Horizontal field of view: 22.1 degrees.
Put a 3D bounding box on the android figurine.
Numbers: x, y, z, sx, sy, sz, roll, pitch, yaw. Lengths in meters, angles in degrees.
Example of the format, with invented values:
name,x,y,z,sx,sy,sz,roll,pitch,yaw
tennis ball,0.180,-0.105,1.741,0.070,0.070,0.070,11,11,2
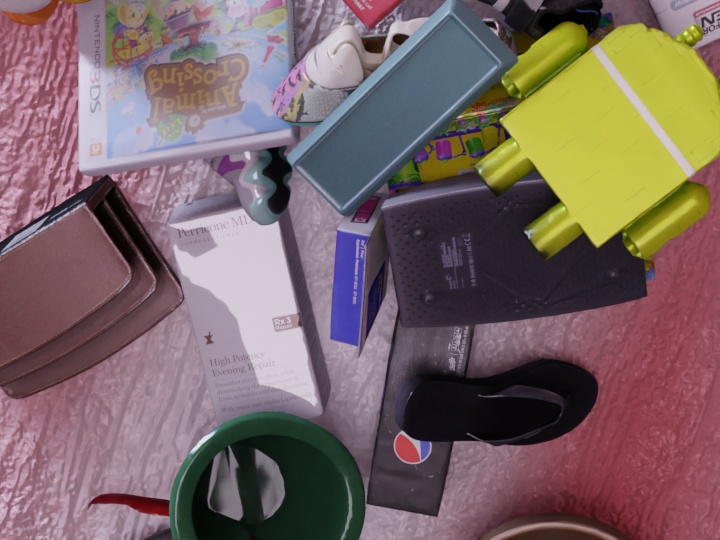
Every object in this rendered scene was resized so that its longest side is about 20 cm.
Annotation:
name,x,y,z,sx,sy,sz,roll,pitch,yaw
android figurine,0.189,-0.103,1.381,0.200,0.041,0.182,-39,89,3

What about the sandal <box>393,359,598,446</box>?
name,x,y,z,sx,sy,sz,roll,pitch,yaw
sandal,0.124,0.123,1.599,0.200,0.043,0.076,-5,111,-28

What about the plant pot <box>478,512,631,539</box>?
name,x,y,z,sx,sy,sz,roll,pitch,yaw
plant pot,0.175,0.301,1.660,0.200,0.093,0.201,1,106,4

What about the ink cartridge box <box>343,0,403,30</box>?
name,x,y,z,sx,sy,sz,roll,pitch,yaw
ink cartridge box,0.040,-0.318,1.478,0.200,0.145,0.145,-40,96,15

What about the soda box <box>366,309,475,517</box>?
name,x,y,z,sx,sy,sz,roll,pitch,yaw
soda box,0.054,0.112,1.635,0.071,0.063,0.201,11,105,3

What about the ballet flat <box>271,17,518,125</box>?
name,x,y,z,sx,sy,sz,roll,pitch,yaw
ballet flat,0.022,-0.165,1.431,0.199,0.069,0.071,-9,147,8

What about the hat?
name,x,y,z,sx,sy,sz,roll,pitch,yaw
hat,-0.113,0.191,1.660,0.200,0.176,0.166,22,90,-18

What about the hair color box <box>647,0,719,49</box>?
name,x,y,z,sx,sy,sz,roll,pitch,yaw
hair color box,0.261,-0.287,1.511,0.099,0.061,0.200,-24,101,11

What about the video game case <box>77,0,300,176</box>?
name,x,y,z,sx,sy,sz,roll,pitch,yaw
video game case,-0.146,-0.180,1.532,0.200,0.022,0.183,-7,77,21

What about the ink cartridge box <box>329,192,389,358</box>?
name,x,y,z,sx,sy,sz,roll,pitch,yaw
ink cartridge box,0.000,0.000,1.539,0.037,0.200,0.095,5,104,4

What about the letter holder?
name,x,y,z,sx,sy,sz,roll,pitch,yaw
letter holder,-0.273,0.035,1.627,0.200,0.101,0.142,-30,102,12

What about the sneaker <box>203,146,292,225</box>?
name,x,y,z,sx,sy,sz,roll,pitch,yaw
sneaker,-0.143,-0.115,1.573,0.140,0.078,0.200,-21,72,19

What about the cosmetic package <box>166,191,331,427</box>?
name,x,y,z,sx,sy,sz,roll,pitch,yaw
cosmetic package,-0.097,0.034,1.624,0.101,0.074,0.200,-12,105,8

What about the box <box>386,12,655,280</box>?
name,x,y,z,sx,sy,sz,roll,pitch,yaw
box,0.127,-0.084,1.515,0.199,0.122,0.193,-9,125,7

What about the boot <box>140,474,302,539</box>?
name,x,y,z,sx,sy,sz,roll,pitch,yaw
boot,-0.108,0.292,1.695,0.200,0.073,0.182,-33,86,6

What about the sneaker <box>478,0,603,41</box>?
name,x,y,z,sx,sy,sz,roll,pitch,yaw
sneaker,0.151,-0.231,1.461,0.112,0.200,0.073,41,125,6

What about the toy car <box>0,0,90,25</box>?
name,x,y,z,sx,sy,sz,roll,pitch,yaw
toy car,-0.297,-0.295,1.515,0.150,0.175,0.200,-23,103,36

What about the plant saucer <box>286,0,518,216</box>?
name,x,y,z,sx,sy,sz,roll,pitch,yaw
plant saucer,0.027,-0.120,1.406,0.070,0.019,0.200,45,121,-6

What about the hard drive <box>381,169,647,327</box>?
name,x,y,z,sx,sy,sz,roll,pitch,yaw
hard drive,0.122,-0.023,1.459,0.199,0.042,0.135,-7,127,5
